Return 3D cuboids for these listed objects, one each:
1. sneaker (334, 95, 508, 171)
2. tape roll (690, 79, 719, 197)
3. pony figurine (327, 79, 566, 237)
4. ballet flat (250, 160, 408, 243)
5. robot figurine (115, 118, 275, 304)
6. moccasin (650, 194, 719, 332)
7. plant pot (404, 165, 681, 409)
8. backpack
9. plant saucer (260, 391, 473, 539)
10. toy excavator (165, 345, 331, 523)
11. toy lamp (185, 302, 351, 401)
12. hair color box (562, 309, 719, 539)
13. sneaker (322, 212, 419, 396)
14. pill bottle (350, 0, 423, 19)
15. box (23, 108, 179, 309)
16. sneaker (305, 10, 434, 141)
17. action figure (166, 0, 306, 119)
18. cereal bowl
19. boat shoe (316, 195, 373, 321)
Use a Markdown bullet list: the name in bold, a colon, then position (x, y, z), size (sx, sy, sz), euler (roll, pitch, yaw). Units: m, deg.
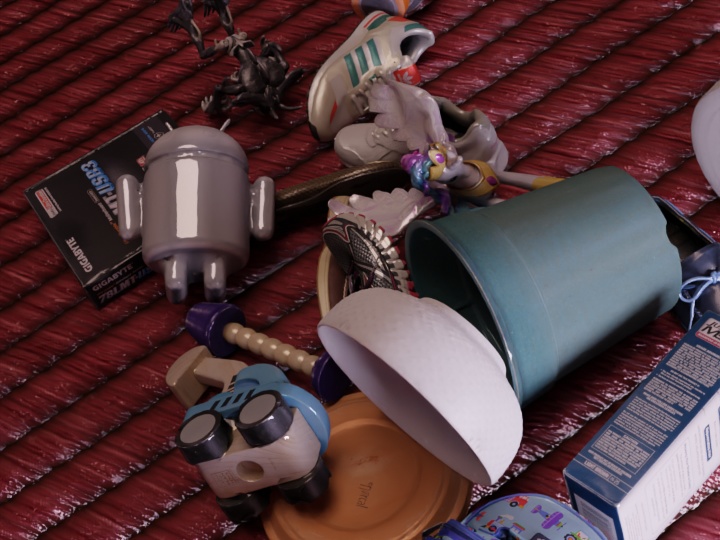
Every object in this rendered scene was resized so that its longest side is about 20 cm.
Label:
- **sneaker**: position (0.060, -0.154, 1.388), size (0.199, 0.100, 0.078), euler (2, 51, 20)
- **tape roll**: position (0.428, -0.130, 1.176), size (0.139, 0.203, 0.202), euler (-42, 50, -19)
- **pony figurine**: position (0.083, -0.094, 1.263), size (0.192, 0.199, 0.168), euler (11, 86, 48)
- **ballet flat**: position (-0.045, -0.084, 1.389), size (0.199, 0.067, 0.047), euler (-20, 55, 10)
- **robot figurine**: position (-0.174, -0.067, 1.338), size (0.168, 0.113, 0.201), euler (2, 71, -9)
- **moccasin**: position (0.312, 0.006, 1.185), size (0.080, 0.068, 0.200), euler (-31, 48, -10)
- **plant pot**: position (0.172, 0.009, 1.160), size (0.195, 0.201, 0.200), euler (-24, 46, -15)
- **backpack**: position (0.125, 0.261, 0.984), size (0.200, 0.135, 0.182), euler (-40, 51, -21)
- **plant saucer**: position (0.002, 0.192, 1.153), size (0.199, 0.032, 0.201), euler (-10, 49, 11)
- **toy excavator**: position (-0.111, 0.131, 1.187), size (0.193, 0.100, 0.200), euler (-19, 29, 23)
- **toy lamp**: position (-0.098, 0.076, 1.262), size (0.199, 0.058, 0.058), euler (20, 59, 39)
- **hair color box**: position (0.260, 0.140, 1.065), size (0.200, 0.100, 0.060), euler (-43, 49, -19)
- **sneaker**: position (0.015, 0.031, 1.205), size (0.074, 0.081, 0.201), euler (-23, 65, -18)
- **pill bottle**: position (0.048, -0.398, 1.601), size (0.106, 0.107, 0.201), euler (4, 52, 21)
- **box**: position (-0.265, -0.077, 1.466), size (0.198, 0.050, 0.200), euler (-31, 48, -11)
- **sneaker**: position (0.015, -0.227, 1.486), size (0.093, 0.071, 0.200), euler (16, 56, 30)
- **action figure**: position (-0.145, -0.247, 1.543), size (0.118, 0.102, 0.200), euler (-30, 73, -20)
- **cereal bowl**: position (0.061, 0.085, 1.063), size (0.083, 0.200, 0.200), euler (-46, 52, -12)
- **boat shoe**: position (0.000, 0.000, 1.297), size (0.071, 0.072, 0.201), euler (-5, 45, 12)
